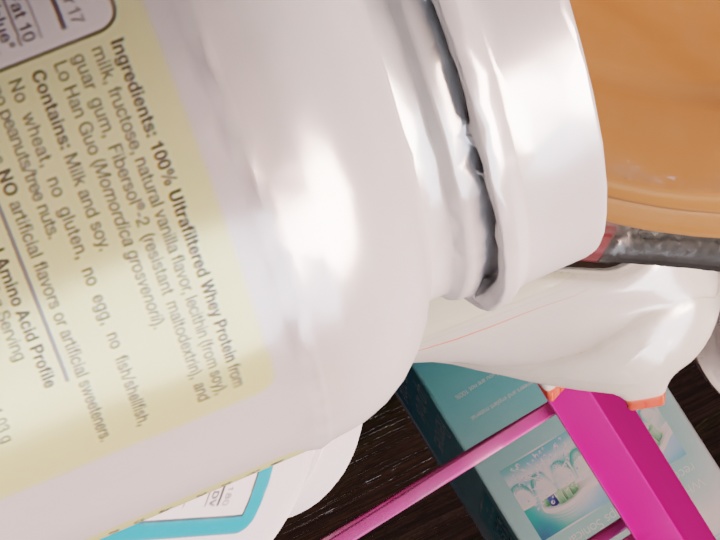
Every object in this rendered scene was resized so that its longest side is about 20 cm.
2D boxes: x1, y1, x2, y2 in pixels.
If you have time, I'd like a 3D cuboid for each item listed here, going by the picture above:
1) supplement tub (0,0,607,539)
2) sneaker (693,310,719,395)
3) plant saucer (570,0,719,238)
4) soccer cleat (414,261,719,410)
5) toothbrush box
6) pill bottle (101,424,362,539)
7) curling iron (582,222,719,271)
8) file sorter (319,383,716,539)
[{"bbox_3d":[-0.077,-0.021,0.451,0.200,0.145,0.145,-23,166,-8],"label":"supplement tub"},{"bbox_3d":[0.175,-0.039,0.809,0.200,0.074,0.087,-60,-153,-4],"label":"sneaker"},{"bbox_3d":[0.065,-0.085,0.519,0.200,0.200,0.032,-42,-161,36],"label":"plant saucer"},{"bbox_3d":[0.000,0.000,0.803,0.200,0.069,0.078,-3,134,11],"label":"soccer cleat"},{"bbox_3d":[0.085,0.080,1.153,0.085,0.200,0.146,-31,168,-5],"label":"toothbrush box"},{"bbox_3d":[-0.085,0.030,0.690,0.111,0.111,0.200,-39,156,29],"label":"pill bottle"},{"bbox_3d":[0.108,-0.013,0.700,0.200,0.026,0.050,1,-156,0],"label":"curling iron"},{"bbox_3d":[0.025,0.066,0.917,0.125,0.200,0.139,-32,176,6],"label":"file sorter"}]
